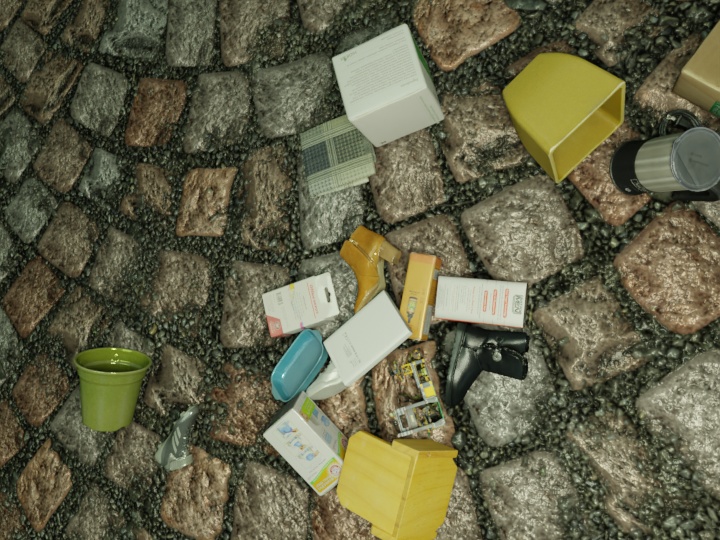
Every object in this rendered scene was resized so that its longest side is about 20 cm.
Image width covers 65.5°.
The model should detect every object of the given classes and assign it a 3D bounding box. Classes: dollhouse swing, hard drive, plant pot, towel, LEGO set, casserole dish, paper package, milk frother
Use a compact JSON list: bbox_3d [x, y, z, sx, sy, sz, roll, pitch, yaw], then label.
[{"bbox_3d":[0.079,0.463,1.240,0.175,0.181,0.201,13,90,51],"label":"dollhouse swing"},{"bbox_3d":[0.014,0.159,1.314,0.200,0.027,0.132,-42,53,13],"label":"hard drive"},{"bbox_3d":[-0.692,0.334,1.552,0.199,0.200,0.186,13,99,22],"label":"plant pot"},{"bbox_3d":[-0.059,-0.305,1.471,0.199,0.035,0.194,-16,75,20],"label":"towel"},{"bbox_3d":[0.110,0.288,1.260,0.115,0.154,0.201,-17,84,0],"label":"LEGO set"},{"bbox_3d":[-0.150,0.241,1.406,0.200,0.039,0.121,-53,41,6],"label":"casserole dish"},{"bbox_3d":[0.776,-0.406,1.125,0.200,0.103,0.191,39,99,20],"label":"paper package"},{"bbox_3d":[0.422,-0.350,1.211,0.195,0.194,0.200,-43,66,10],"label":"plant pot"},{"bbox_3d":[0.638,-0.244,1.109,0.179,0.188,0.201,13,93,-12],"label":"milk frother"}]

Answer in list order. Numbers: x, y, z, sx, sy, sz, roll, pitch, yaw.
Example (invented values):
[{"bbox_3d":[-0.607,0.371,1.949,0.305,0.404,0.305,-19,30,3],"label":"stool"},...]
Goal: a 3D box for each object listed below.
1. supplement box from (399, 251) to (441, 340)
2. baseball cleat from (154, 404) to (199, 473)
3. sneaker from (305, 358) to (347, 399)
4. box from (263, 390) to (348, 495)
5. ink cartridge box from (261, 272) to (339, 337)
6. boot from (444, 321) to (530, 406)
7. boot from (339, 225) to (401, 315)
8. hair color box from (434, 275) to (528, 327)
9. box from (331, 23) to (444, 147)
[{"bbox_3d":[0.139,0.062,1.326,0.066,0.069,0.202,10,85,22],"label":"supplement box"},{"bbox_3d":[-0.474,0.460,1.512,0.106,0.070,0.200,41,107,14],"label":"baseball cleat"},{"bbox_3d":[-0.058,0.242,1.382,0.199,0.075,0.089,-35,59,8],"label":"sneaker"},{"bbox_3d":[-0.115,0.405,1.319,0.101,0.113,0.200,-42,93,11],"label":"box"},{"bbox_3d":[-0.141,0.088,1.427,0.199,0.067,0.117,-19,77,19],"label":"ink cartridge box"},{"bbox_3d":[0.283,0.222,1.243,0.167,0.076,0.202,11,91,19],"label":"boot"},{"bbox_3d":[0.000,-0.001,1.392,0.144,0.071,0.202,31,92,28],"label":"boot"},{"bbox_3d":[0.275,0.071,1.275,0.199,0.061,0.102,5,85,22],"label":"hair color box"},{"bbox_3d":[0.070,-0.434,1.343,0.199,0.199,0.173,-18,78,17],"label":"box"}]
